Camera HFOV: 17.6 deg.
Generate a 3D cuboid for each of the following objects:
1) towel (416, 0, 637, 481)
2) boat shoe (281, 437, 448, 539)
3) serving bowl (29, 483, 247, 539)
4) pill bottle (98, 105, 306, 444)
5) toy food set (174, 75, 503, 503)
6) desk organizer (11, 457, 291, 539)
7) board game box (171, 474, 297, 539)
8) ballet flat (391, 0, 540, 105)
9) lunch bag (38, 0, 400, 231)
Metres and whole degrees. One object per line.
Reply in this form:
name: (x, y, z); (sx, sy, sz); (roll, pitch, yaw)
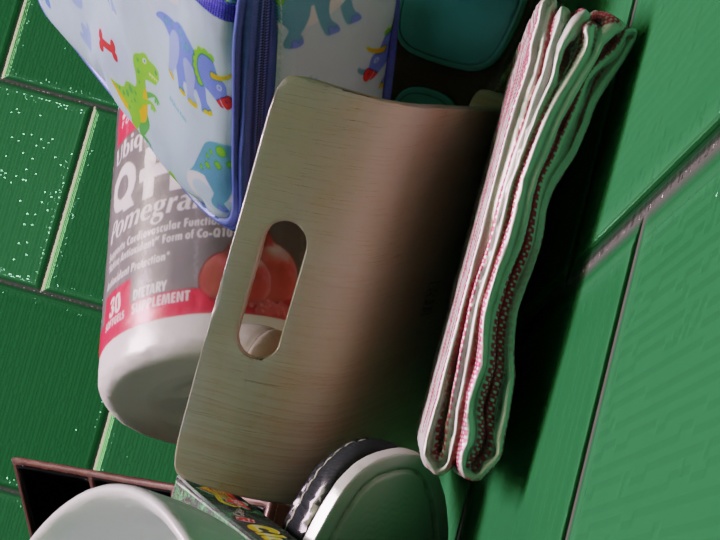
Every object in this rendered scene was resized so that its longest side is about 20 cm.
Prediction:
towel: (0.049, -0.007, 0.764); (0.200, 0.030, 0.147); (32, -106, -89)
boat shoe: (-0.025, 0.137, 0.820); (0.060, 0.075, 0.201); (42, 123, 43)
serving bowl: (-0.056, 0.165, 0.662); (0.200, 0.066, 0.201); (-31, 53, 52)
pill bottle: (-0.052, -0.033, 0.999); (0.111, 0.110, 0.201); (109, 164, -62)
toy food set: (0.000, 0.000, 0.866); (0.200, 0.060, 0.144); (-10, -63, -69)
desk organizer: (-0.073, 0.126, 0.959); (0.200, 0.077, 0.072); (2, 73, 52)
board game box: (-0.028, 0.140, 0.722); (0.200, 0.023, 0.105); (27, 106, 64)
ballet flat: (0.045, -0.086, 1.033); (0.071, 0.070, 0.201); (-85, 11, -80)
lunch bag: (-0.065, -0.130, 0.893); (0.200, 0.082, 0.161); (53, 150, 33)
